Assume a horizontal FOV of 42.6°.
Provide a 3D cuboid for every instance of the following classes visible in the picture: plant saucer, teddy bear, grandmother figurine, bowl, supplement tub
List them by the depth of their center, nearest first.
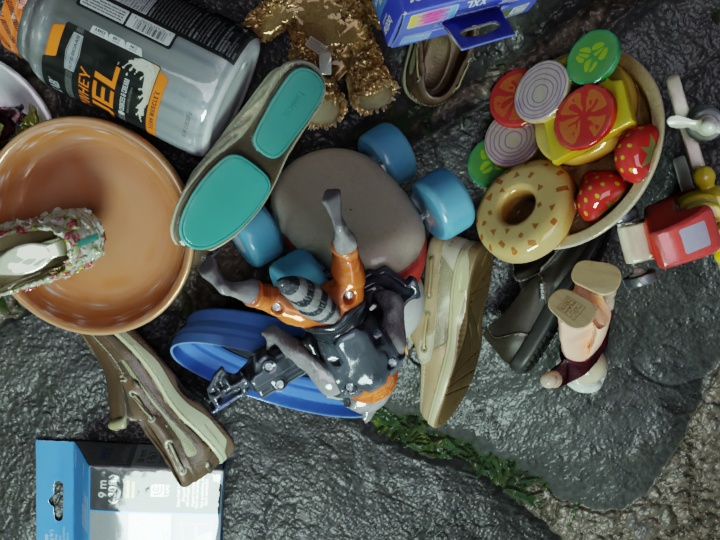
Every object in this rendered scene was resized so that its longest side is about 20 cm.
[{"bbox_3d":[-0.200,-0.193,0.809,0.200,0.123,0.123,25,102,-1],"label":"supplement tub"},{"bbox_3d":[-0.243,-0.041,0.838,0.200,0.037,0.201,2,106,8],"label":"plant saucer"},{"bbox_3d":[-0.033,-0.230,0.857,0.145,0.067,0.200,-29,112,13],"label":"teddy bear"},{"bbox_3d":[-0.078,0.088,0.872,0.200,0.201,0.039,19,69,-9],"label":"bowl"},{"bbox_3d":[0.217,0.070,0.900,0.121,0.200,0.061,-42,61,-8],"label":"grandmother figurine"}]

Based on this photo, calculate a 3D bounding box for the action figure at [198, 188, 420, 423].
[{"bbox_3d":[-0.041,0.056,0.713,0.200,0.105,0.194,-36,127,0],"label":"action figure"}]

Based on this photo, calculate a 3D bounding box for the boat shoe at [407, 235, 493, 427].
[{"bbox_3d":[0.084,0.061,0.942,0.064,0.071,0.200,18,106,27],"label":"boat shoe"}]

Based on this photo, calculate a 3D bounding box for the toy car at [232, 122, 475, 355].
[{"bbox_3d":[0.000,0.000,0.887,0.184,0.177,0.200,-31,138,-16],"label":"toy car"}]

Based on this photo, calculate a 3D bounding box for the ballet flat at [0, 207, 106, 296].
[{"bbox_3d":[-0.318,-0.008,0.806,0.200,0.064,0.076,-19,103,14],"label":"ballet flat"}]

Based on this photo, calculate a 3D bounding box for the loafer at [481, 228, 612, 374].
[{"bbox_3d":[0.186,0.004,0.923,0.071,0.073,0.200,31,90,18],"label":"loafer"}]

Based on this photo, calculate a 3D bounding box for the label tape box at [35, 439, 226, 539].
[{"bbox_3d":[-0.243,0.257,0.961,0.199,0.063,0.145,3,104,-6],"label":"label tape box"}]

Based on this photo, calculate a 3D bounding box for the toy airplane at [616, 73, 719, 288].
[{"bbox_3d":[0.328,-0.054,0.854,0.141,0.200,0.200,-14,142,39],"label":"toy airplane"}]

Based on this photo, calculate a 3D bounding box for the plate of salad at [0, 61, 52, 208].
[{"bbox_3d":[-0.382,-0.107,0.862,0.200,0.048,0.201,-1,104,-5],"label":"plate of salad"}]

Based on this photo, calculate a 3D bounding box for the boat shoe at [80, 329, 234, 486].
[{"bbox_3d":[-0.214,0.123,0.892,0.202,0.075,0.075,46,67,1],"label":"boat shoe"}]

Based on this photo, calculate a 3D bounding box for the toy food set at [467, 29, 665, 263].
[{"bbox_3d":[0.181,-0.115,0.844,0.049,0.198,0.200,19,144,-41],"label":"toy food set"}]

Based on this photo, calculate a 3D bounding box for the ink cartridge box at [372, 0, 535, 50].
[{"bbox_3d":[0.071,-0.277,0.778,0.136,0.076,0.200,-17,86,-10],"label":"ink cartridge box"}]

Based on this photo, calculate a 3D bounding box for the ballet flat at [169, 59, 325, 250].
[{"bbox_3d":[-0.100,-0.100,0.815,0.067,0.062,0.200,42,80,-29],"label":"ballet flat"}]

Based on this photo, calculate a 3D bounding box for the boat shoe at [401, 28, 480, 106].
[{"bbox_3d":[0.089,-0.249,0.848,0.075,0.075,0.203,8,104,-7],"label":"boat shoe"}]

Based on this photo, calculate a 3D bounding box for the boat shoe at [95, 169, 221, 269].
[{"bbox_3d":[-0.171,-0.039,0.891,0.200,0.072,0.072,-34,110,15],"label":"boat shoe"}]
